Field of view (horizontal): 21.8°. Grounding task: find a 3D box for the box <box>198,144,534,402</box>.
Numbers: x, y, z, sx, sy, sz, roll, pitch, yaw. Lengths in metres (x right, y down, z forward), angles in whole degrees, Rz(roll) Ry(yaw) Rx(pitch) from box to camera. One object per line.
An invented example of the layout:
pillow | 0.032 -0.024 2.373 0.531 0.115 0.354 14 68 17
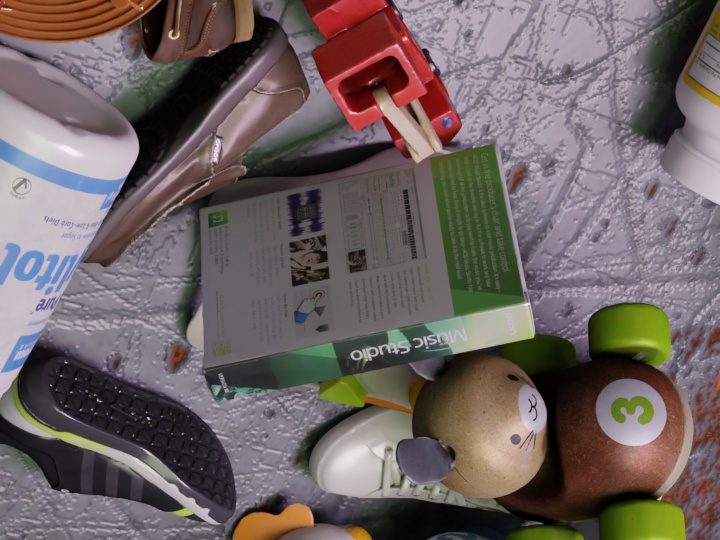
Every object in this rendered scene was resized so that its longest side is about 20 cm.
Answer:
box | 0.000 0.000 1.157 0.200 0.144 0.036 -13 135 7

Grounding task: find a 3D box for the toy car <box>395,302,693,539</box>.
toy car | 0.098 0.096 1.190 0.200 0.164 0.158 21 148 -40

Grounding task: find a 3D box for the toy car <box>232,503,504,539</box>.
toy car | 0.001 0.233 1.366 0.200 0.184 0.177 38 101 -3

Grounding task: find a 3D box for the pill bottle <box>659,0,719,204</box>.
pill bottle | 0.285 -0.143 1.270 0.112 0.112 0.200 15 112 -26

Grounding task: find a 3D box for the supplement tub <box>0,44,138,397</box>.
supplement tub | -0.234 -0.025 1.134 0.132 0.132 0.200 21 108 -28

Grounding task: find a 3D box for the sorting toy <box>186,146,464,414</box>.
sorting toy | -0.022 0.014 1.269 0.180 0.107 0.200 10 115 -3

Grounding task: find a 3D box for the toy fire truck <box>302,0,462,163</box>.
toy fire truck | 0.019 -0.115 1.142 0.049 0.141 0.200 -29 143 8

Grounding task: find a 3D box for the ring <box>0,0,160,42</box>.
ring | -0.188 -0.220 1.061 0.200 0.019 0.201 4 119 7

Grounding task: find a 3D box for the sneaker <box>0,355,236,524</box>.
sneaker | -0.174 0.122 1.287 0.083 0.072 0.200 -35 126 29

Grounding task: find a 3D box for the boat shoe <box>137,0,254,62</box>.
boat shoe | -0.108 -0.214 1.096 0.070 0.070 0.200 -17 123 -18

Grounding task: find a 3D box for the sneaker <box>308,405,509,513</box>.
sneaker | 0.066 0.139 1.361 0.200 0.085 0.073 -7 121 -15

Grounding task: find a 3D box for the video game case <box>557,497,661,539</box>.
video game case | 0.169 0.171 1.334 0.024 0.200 0.182 25 95 -4

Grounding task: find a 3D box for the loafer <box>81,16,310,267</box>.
loafer | -0.106 -0.069 1.190 0.200 0.073 0.071 -43 123 7
